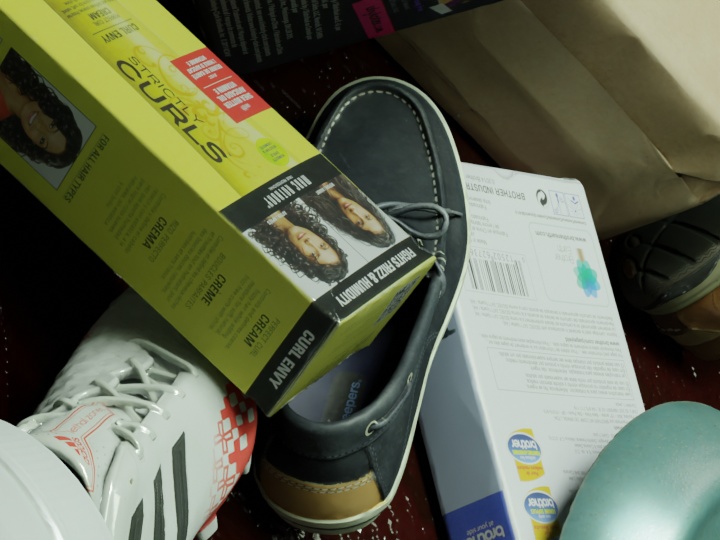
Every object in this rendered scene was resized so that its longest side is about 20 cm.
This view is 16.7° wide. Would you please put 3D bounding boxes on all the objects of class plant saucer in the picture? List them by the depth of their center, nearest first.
[{"bbox_3d":[0.142,0.152,0.971,0.200,0.036,0.201,2,87,-51],"label":"plant saucer"}]

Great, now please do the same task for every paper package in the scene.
[{"bbox_3d":[0.094,-0.149,1.098,0.191,0.103,0.200,43,41,-26],"label":"paper package"}]

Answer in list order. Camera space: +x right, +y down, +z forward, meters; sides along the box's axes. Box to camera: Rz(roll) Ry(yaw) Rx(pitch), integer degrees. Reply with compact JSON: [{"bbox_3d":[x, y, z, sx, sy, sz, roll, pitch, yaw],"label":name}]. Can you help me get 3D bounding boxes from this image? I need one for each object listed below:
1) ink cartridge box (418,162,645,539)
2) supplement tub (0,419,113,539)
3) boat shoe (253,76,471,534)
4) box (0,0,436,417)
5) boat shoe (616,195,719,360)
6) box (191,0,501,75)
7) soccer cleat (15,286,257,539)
[{"bbox_3d":[0.070,0.055,0.994,0.119,0.042,0.201,7,61,-50],"label":"ink cartridge box"},{"bbox_3d":[-0.164,0.107,0.589,0.200,0.132,0.132,-4,72,-52],"label":"supplement tub"},{"bbox_3d":[0.000,0.000,0.903,0.062,0.074,0.200,88,11,-52],"label":"boat shoe"},{"bbox_3d":[-0.073,-0.045,0.809,0.200,0.050,0.075,43,33,10],"label":"box"},{"bbox_3d":[0.212,-0.034,1.113,0.074,0.200,0.076,50,11,-28],"label":"boat shoe"},{"bbox_3d":[0.021,-0.166,0.918,0.106,0.199,0.123,85,-12,-77],"label":"box"},{"bbox_3d":[-0.081,0.063,0.757,0.085,0.068,0.200,76,25,-44],"label":"soccer cleat"}]
